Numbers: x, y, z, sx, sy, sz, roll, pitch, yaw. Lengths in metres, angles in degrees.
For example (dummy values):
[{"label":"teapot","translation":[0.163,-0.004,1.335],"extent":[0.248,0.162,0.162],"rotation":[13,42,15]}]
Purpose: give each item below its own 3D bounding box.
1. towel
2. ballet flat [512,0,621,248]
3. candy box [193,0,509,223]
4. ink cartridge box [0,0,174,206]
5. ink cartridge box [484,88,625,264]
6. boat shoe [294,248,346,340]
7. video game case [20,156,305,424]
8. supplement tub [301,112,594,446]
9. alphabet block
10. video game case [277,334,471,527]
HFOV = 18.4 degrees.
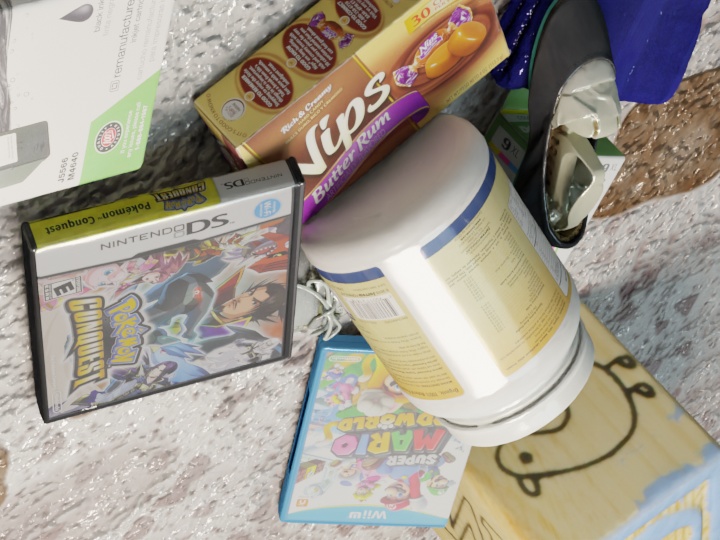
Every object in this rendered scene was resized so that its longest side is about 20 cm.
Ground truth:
[{"label":"towel","translation":[0.181,-0.194,1.594],"extent":[0.199,0.049,0.148],"rotation":[-1,122,-48]},{"label":"ballet flat","translation":[0.150,-0.097,1.547],"extent":[0.073,0.073,0.201],"rotation":[-20,136,-33]},{"label":"candy box","translation":[-0.003,-0.126,1.450],"extent":[0.200,0.056,0.117],"rotation":[-40,149,-8]},{"label":"ink cartridge box","translation":[-0.210,-0.110,1.204],"extent":[0.199,0.084,0.146],"rotation":[-19,141,-34]},{"label":"ink cartridge box","translation":[0.131,-0.065,1.671],"extent":[0.103,0.059,0.201],"rotation":[-2,129,-46]},{"label":"boat shoe","translation":[0.000,0.001,1.597],"extent":[0.201,0.065,0.075],"rotation":[-23,144,-30]},{"label":"video game case","translation":[-0.128,0.017,1.451],"extent":[0.179,0.026,0.201],"rotation":[-15,146,-15]},{"label":"supplement tub","translation":[0.063,0.009,1.519],"extent":[0.144,0.144,0.201],"rotation":[-39,120,-7]},{"label":"alphabet block","translation":[0.179,0.187,1.896],"extent":[0.195,0.200,0.197],"rotation":[-33,148,-18]},{"label":"video game case","translation":[0.020,0.130,1.756],"extent":[0.142,0.018,0.201],"rotation":[3,132,-13]}]
